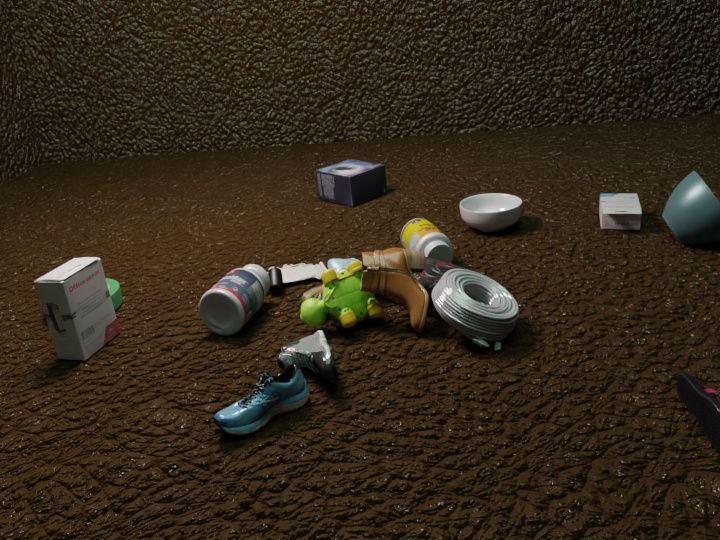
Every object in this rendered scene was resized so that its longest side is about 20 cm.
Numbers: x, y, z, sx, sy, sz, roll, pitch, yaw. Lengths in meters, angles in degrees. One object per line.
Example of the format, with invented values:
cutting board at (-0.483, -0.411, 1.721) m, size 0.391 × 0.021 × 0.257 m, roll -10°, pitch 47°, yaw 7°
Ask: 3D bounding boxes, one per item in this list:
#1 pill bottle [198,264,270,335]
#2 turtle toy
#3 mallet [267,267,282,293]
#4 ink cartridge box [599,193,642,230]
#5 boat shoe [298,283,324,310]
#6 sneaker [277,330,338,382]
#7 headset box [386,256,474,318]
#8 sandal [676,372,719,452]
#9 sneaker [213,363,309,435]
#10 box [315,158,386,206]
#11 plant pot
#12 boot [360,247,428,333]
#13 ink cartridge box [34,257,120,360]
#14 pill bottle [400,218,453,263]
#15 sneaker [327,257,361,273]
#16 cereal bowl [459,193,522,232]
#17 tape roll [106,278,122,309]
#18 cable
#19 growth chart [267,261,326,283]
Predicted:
pill bottle at (-0.304, 0.064, 1.639) m, size 0.117 × 0.122 × 0.200 m, roll 2°, pitch 23°, yaw 17°
turtle toy at (-0.050, 0.073, 1.558) m, size 0.197 × 0.148 × 0.101 m, roll -17°, pitch -16°, yaw -28°
mallet at (-0.305, 0.035, 1.794) m, size 0.196 × 0.041 × 0.067 m, roll -6°, pitch 52°, yaw 8°
ink cartridge box at (0.791, -0.175, 2.016) m, size 0.113 × 0.069 × 0.200 m, roll 2°, pitch 23°, yaw 18°
boat shoe at (-0.070, 0.064, 1.665) m, size 0.071 × 0.073 × 0.199 m, roll 30°, pitch 32°, yaw 23°
sneaker at (-0.113, 0.191, 1.370) m, size 0.113 × 0.077 × 0.200 m, roll -14°, pitch 13°, yaw -7°
headset box at (0.165, 0.035, 1.654) m, size 0.147 × 0.076 × 0.198 m, roll -25°, pitch 30°, yaw -37°
sandal at (0.585, 0.230, 1.097) m, size 0.044 × 0.077 × 0.201 m, roll -4°, pitch 20°, yaw 5°
sneaker at (-0.190, 0.234, 1.244) m, size 0.198 × 0.092 × 0.078 m, roll -24°, pitch 28°, yaw -35°
box at (-0.034, -0.342, 2.538) m, size 0.196 × 0.126 × 0.198 m, roll 18°, pitch 32°, yaw 41°
plant pot at (0.917, -0.151, 1.816) m, size 0.134 × 0.201 × 0.201 m, roll -37°, pitch 11°, yaw 24°
boot at (0.075, 0.047, 1.522) m, size 0.151 × 0.204 × 0.074 m, roll 0°, pitch -22°, yaw -7°
ink cartridge box at (-0.663, 0.088, 1.556) m, size 0.083 × 0.204 × 0.146 m, roll 2°, pitch 23°, yaw 17°
pill bottle at (0.188, -0.069, 1.850) m, size 0.107 × 0.111 × 0.200 m, roll -10°, pitch 23°, yaw -11°
sneaker at (0.000, 0.000, 1.687) m, size 0.198 × 0.074 × 0.083 m, roll 11°, pitch 39°, yaw -43°
cereal bowl at (0.412, -0.176, 2.088) m, size 0.196 × 0.085 × 0.201 m, roll -4°, pitch 23°, yaw 2°
tape roll at (-0.750, 0.083, 1.790) m, size 0.196 × 0.049 × 0.201 m, roll -4°, pitch 23°, yaw 2°
cable at (0.255, 0.073, 1.468) m, size 0.198 × 0.070 × 0.200 m, roll 30°, pitch 31°, yaw 14°
growth chart at (-0.185, 0.009, 1.873) m, size 0.196 × 0.018 × 0.145 m, roll -9°, pitch 22°, yaw -8°
